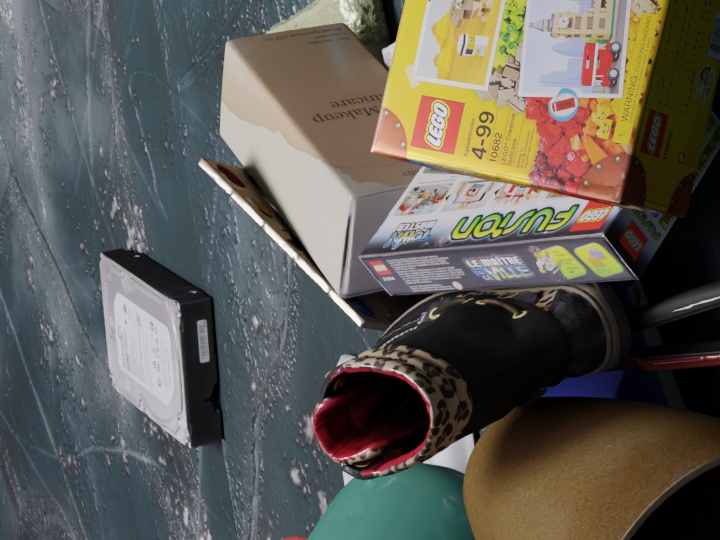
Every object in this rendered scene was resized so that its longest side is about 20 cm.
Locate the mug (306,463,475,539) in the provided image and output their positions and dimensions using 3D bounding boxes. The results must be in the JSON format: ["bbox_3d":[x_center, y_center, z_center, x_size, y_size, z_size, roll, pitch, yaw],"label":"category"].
[{"bbox_3d":[0.056,0.204,1.415,0.185,0.114,0.152,22,146,18],"label":"mug"}]

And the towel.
[{"bbox_3d":[-0.023,-0.121,1.549,0.200,0.036,0.149,-20,84,65],"label":"towel"}]

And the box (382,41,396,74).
[{"bbox_3d":[0.079,-0.063,1.354,0.137,0.039,0.200,-21,82,65],"label":"box"}]

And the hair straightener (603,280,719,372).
[{"bbox_3d":[0.145,0.018,1.184,0.200,0.041,0.077,-9,100,51],"label":"hair straightener"}]

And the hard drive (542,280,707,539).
[{"bbox_3d":[0.125,0.067,1.260,0.132,0.025,0.200,-22,87,46],"label":"hard drive"}]

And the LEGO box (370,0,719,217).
[{"bbox_3d":[0.105,-0.139,1.080,0.149,0.077,0.200,13,91,33],"label":"LEGO box"}]

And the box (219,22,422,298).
[{"bbox_3d":[-0.011,-0.074,1.386,0.200,0.095,0.078,51,144,45],"label":"box"}]

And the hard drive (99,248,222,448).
[{"bbox_3d":[-0.186,0.068,1.978,0.200,0.038,0.140,30,126,59],"label":"hard drive"}]

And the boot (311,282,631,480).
[{"bbox_3d":[0.034,0.061,1.179,0.200,0.150,0.073,-11,99,50],"label":"boot"}]

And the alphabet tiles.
[{"bbox_3d":[0.000,0.000,1.417,0.200,0.167,0.008,45,106,26],"label":"alphabet tiles"}]

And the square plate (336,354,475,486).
[{"bbox_3d":[0.033,0.169,1.565,0.200,0.028,0.198,10,109,64],"label":"square plate"}]

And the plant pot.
[{"bbox_3d":[0.143,0.144,1.137,0.200,0.186,0.187,-146,50,-59],"label":"plant pot"}]

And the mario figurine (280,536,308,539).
[{"bbox_3d":[-0.011,0.263,1.622,0.123,0.106,0.200,12,146,27],"label":"mario figurine"}]

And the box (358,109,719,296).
[{"bbox_3d":[0.097,-0.041,1.193,0.200,0.110,0.035,-4,134,51],"label":"box"}]
